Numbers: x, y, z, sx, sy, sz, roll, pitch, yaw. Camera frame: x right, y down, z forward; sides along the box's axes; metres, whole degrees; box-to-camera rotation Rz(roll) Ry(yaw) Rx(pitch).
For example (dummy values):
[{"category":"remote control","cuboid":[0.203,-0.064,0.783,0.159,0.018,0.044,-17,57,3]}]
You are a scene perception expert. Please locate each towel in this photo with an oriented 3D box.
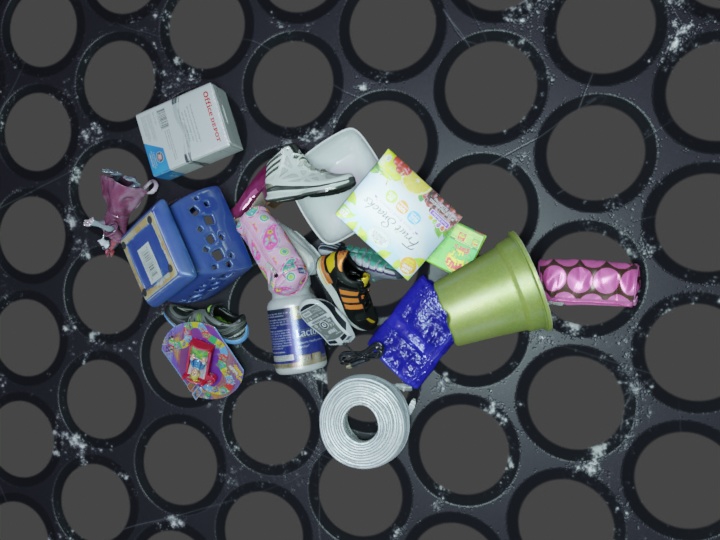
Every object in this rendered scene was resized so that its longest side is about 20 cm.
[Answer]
[{"category":"towel","cuboid":[0.123,0.131,1.318,0.147,0.050,0.201,39,98,8]}]

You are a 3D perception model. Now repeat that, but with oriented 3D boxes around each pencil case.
[{"category":"pencil case","cuboid":[0.446,0.029,1.228,0.196,0.091,0.095,0,54,14]},{"category":"pencil case","cuboid":[-0.182,-0.041,1.281,0.087,0.087,0.201,-40,60,10]}]

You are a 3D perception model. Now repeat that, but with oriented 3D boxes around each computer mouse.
[{"category":"computer mouse","cuboid":[-0.046,0.120,1.295,0.109,0.044,0.201,-25,116,35]}]

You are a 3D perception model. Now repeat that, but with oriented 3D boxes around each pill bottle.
[{"category":"pill bottle","cuboid":[-0.140,0.114,1.341,0.113,0.116,0.204,-9,89,12]}]

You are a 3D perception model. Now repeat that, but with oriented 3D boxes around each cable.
[{"category":"cable","cuboid":[0.008,0.325,1.335,0.196,0.069,0.204,14,94,12]}]

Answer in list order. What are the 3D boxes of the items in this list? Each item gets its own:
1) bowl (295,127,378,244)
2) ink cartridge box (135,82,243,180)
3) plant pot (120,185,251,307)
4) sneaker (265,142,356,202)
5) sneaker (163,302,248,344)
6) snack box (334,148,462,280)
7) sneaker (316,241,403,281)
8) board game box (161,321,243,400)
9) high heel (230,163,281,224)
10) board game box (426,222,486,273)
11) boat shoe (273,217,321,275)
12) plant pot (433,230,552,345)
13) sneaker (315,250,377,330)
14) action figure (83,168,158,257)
[{"category":"bowl","cuboid":[-0.037,-0.177,1.336,0.198,0.075,0.202,-32,85,11]},{"category":"ink cartridge box","cuboid":[-0.383,-0.309,1.403,0.197,0.086,0.149,-18,87,11]},{"category":"plant pot","cuboid":[-0.380,-0.042,1.326,0.199,0.179,0.203,-29,84,36]},{"category":"sneaker","cuboid":[-0.109,-0.208,1.277,0.197,0.076,0.118,-6,91,15]},{"category":"sneaker","cuboid":[-0.343,0.104,1.400,0.196,0.071,0.084,13,118,7]},{"category":"snack box","cuboid":[0.075,-0.111,1.247,0.200,0.068,0.169,42,97,-3]},{"category":"sneaker","cuboid":[0.000,0.000,1.345,0.197,0.074,0.089,18,118,14]},{"category":"board game box","cuboid":[-0.357,0.212,1.389,0.156,0.039,0.202,-24,108,21]},{"category":"high heel","cuboid":[-0.259,-0.152,1.402,0.198,0.067,0.097,-28,64,11]},{"category":"board game box","cuboid":[0.154,-0.069,1.309,0.198,0.048,0.103,27,97,11]},{"category":"boat shoe","cuboid":[-0.148,-0.054,1.354,0.199,0.068,0.073,34,111,39]},{"category":"plant pot","cuboid":[0.245,0.053,1.205,0.181,0.200,0.204,-22,86,6]},{"category":"sneaker","cuboid":[-0.008,0.044,1.291,0.089,0.070,0.201,-18,118,36]},{"category":"action figure","cuboid":[-0.565,-0.129,1.458,0.147,0.134,0.204,2,108,-30]}]
